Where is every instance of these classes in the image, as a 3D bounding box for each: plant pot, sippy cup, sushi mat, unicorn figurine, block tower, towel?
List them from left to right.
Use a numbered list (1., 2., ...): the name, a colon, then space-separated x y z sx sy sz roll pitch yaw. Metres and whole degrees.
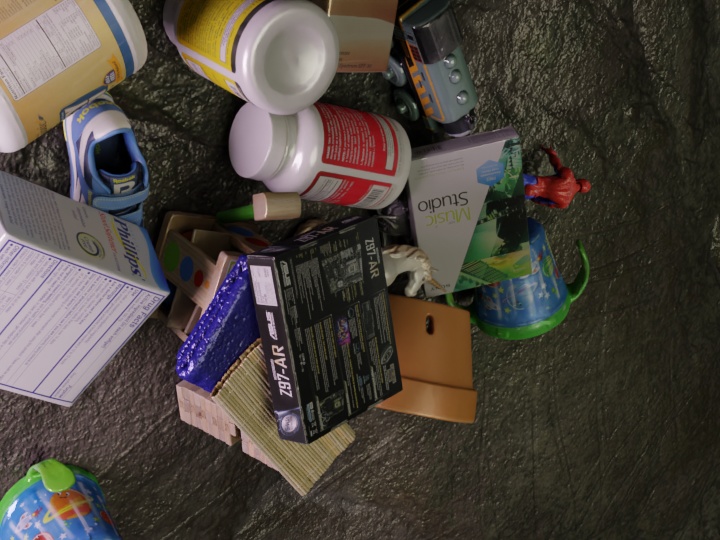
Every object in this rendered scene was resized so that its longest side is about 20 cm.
1. sippy cup: -0.332 0.312 1.363 0.140 0.130 0.178 -48 133 -7
2. block tower: -0.130 0.178 1.416 0.058 0.199 0.054 -31 130 -42
3. towel: -0.097 0.085 1.282 0.200 0.049 0.148 37 80 -43
4. sushi mat: -0.079 0.155 1.283 0.096 0.012 0.200 -48 132 -15
5. unicorn figurine: 0.000 0.000 1.444 0.138 0.199 0.074 -51 177 -26
6. plant pot: 0.063 0.108 1.546 0.199 0.199 0.141 14 87 -42
7. sippy cup: 0.209 0.001 1.623 0.177 0.139 0.131 -32 126 -25

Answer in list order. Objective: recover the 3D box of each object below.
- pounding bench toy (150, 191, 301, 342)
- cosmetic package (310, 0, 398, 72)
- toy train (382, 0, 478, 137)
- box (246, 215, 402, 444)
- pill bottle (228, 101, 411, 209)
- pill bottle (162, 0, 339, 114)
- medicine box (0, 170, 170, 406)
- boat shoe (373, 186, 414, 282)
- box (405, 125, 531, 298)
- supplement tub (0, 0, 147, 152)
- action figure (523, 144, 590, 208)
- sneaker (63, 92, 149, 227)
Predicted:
1. pounding bench toy: -0.143 -0.016 1.329 0.123 0.156 0.202 6 109 -40
2. cosmetic package: -0.015 -0.327 1.320 0.103 0.087 0.202 -8 116 -34
3. toy train: 0.079 -0.246 1.418 0.085 0.114 0.201 -37 130 -17
4. box: -0.033 0.059 1.260 0.160 0.043 0.202 -25 111 -44
5. pill bottle: -0.047 -0.136 1.375 0.199 0.112 0.113 6 108 -40
6. pill bottle: -0.118 -0.237 1.206 0.112 0.200 0.113 -18 123 -30
7. medicine box: -0.328 0.023 1.200 0.199 0.103 0.182 23 119 -44
8. boat shoe: 0.053 -0.066 1.518 0.071 0.072 0.201 -31 129 -23
9. box: 0.133 -0.069 1.479 0.143 0.036 0.201 -13 124 -3
10. supplement tub: -0.314 -0.201 1.106 0.199 0.144 0.145 -38 130 -17
11. action figure: 0.213 -0.124 1.631 0.198 0.099 0.066 0 117 -14
12. sneaker: -0.261 -0.083 1.253 0.074 0.082 0.202 -25 128 -28
